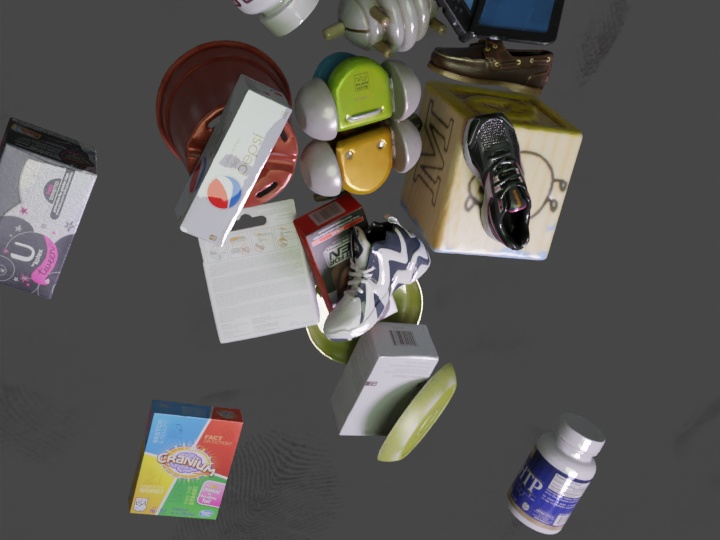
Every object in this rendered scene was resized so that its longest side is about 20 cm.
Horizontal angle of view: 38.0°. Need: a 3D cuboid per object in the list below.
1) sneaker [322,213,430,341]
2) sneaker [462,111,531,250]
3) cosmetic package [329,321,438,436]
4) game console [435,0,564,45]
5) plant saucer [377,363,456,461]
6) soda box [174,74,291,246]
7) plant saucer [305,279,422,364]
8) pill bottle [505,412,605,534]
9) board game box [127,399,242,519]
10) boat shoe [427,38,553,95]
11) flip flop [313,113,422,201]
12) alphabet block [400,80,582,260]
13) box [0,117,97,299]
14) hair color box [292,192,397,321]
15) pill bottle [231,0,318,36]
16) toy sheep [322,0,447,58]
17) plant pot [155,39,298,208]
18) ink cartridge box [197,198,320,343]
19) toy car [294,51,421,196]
[{"bbox_3d":[0.000,0.000,1.523,0.199,0.079,0.130,-39,124,-4],"label":"sneaker"},{"bbox_3d":[0.199,-0.117,1.410,0.080,0.086,0.202,-23,119,-5],"label":"sneaker"},{"bbox_3d":[0.035,0.180,1.708,0.112,0.082,0.201,3,132,-22],"label":"cosmetic package"},{"bbox_3d":[0.184,-0.405,1.405,0.116,0.201,0.176,-18,126,34],"label":"game console"},{"bbox_3d":[0.102,0.244,1.741,0.031,0.200,0.201,36,106,14],"label":"plant saucer"},{"bbox_3d":[-0.161,-0.136,1.306,0.063,0.068,0.201,21,109,-24],"label":"soda box"},{"bbox_3d":[0.003,0.059,1.701,0.198,0.031,0.202,-7,117,-13],"label":"plant saucer"},{"bbox_3d":[0.359,0.366,1.906,0.119,0.120,0.201,18,110,-23],"label":"pill bottle"},{"bbox_3d":[-0.293,0.317,1.741,0.151,0.040,0.202,9,113,-20],"label":"board game box"},{"bbox_3d":[0.194,-0.311,1.545,0.198,0.071,0.071,3,123,-26],"label":"boat shoe"},{"bbox_3d":[0.005,-0.173,1.564,0.200,0.081,0.058,-41,85,16],"label":"flip flop"},{"bbox_3d":[0.186,-0.150,1.552,0.193,0.197,0.202,3,115,-18],"label":"alphabet block"},{"bbox_3d":[-0.457,-0.084,1.448,0.131,0.115,0.201,19,110,-23],"label":"box"},{"bbox_3d":[-0.021,-0.005,1.596,0.101,0.061,0.201,-28,125,-10],"label":"hair color box"},{"bbox_3d":[-0.149,-0.410,1.373,0.110,0.110,0.200,-43,120,8],"label":"pill bottle"},{"bbox_3d":[0.037,-0.359,1.437,0.198,0.138,0.139,-23,121,-21],"label":"toy sheep"},{"bbox_3d":[-0.174,-0.189,1.429,0.198,0.196,0.203,-6,118,-12],"label":"plant pot"},{"bbox_3d":[-0.158,0.000,1.614,0.161,0.057,0.202,-11,98,0],"label":"ink cartridge box"},{"bbox_3d":[-0.015,-0.213,1.454,0.173,0.150,0.202,-18,130,-19],"label":"toy car"}]
